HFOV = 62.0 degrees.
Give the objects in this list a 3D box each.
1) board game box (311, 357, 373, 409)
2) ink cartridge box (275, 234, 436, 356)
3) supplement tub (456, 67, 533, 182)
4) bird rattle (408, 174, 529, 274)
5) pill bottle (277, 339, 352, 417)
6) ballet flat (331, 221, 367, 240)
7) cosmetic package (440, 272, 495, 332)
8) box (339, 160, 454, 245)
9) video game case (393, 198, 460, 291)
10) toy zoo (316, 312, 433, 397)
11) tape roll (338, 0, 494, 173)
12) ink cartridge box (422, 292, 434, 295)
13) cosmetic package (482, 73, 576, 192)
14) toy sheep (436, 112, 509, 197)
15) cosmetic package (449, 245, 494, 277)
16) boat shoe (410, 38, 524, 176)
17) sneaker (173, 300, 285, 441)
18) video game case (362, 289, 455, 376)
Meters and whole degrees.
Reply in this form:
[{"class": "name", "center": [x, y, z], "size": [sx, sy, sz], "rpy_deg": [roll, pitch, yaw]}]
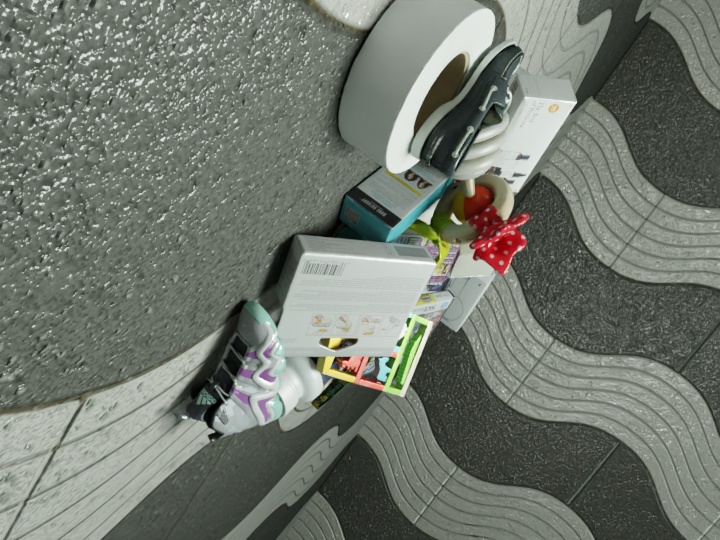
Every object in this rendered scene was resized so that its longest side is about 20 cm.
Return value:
[{"class": "board game box", "center": [-0.021, 0.177, 1.043], "size": [0.105, 0.023, 0.200], "rpy_deg": [-41, 174, -33]}, {"class": "ink cartridge box", "center": [-0.018, 0.041, 0.819], "size": [0.199, 0.045, 0.177], "rpy_deg": [4, 126, -28]}, {"class": "supplement tub", "center": [0.217, -0.235, 1.011], "size": [0.123, 0.122, 0.200], "rpy_deg": [-46, 165, -27]}, {"class": "bird rattle", "center": [0.163, -0.083, 0.892], "size": [0.200, 0.113, 0.163], "rpy_deg": [-9, -133, 49]}, {"class": "pill bottle", "center": [-0.081, 0.131, 0.930], "size": [0.200, 0.111, 0.111], "rpy_deg": [-42, 162, -39]}, {"class": "ballet flat", "center": [0.000, 0.000, 0.917], "size": [0.067, 0.062, 0.200], "rpy_deg": [-18, 124, 2]}, {"class": "cosmetic package", "center": [0.158, 0.012, 1.250], "size": [0.052, 0.200, 0.151], "rpy_deg": [-38, 159, -49]}, {"class": "box", "center": [0.063, -0.117, 0.871], "size": [0.200, 0.082, 0.049], "rpy_deg": [-43, 163, -37]}, {"class": "video game case", "center": [0.092, -0.046, 1.015], "size": [0.199, 0.036, 0.182], "rpy_deg": [-1, 120, -40]}, {"class": "toy zoo", "center": [0.015, 0.107, 0.902], "size": [0.200, 0.020, 0.132], "rpy_deg": [23, 88, -36]}, {"class": "tape roll", "center": [0.064, -0.211, 0.671], "size": [0.203, 0.071, 0.203], "rpy_deg": [-50, 165, -18]}, {"class": "ink cartridge box", "center": [0.085, 0.026, 1.194], "size": [0.068, 0.116, 0.200], "rpy_deg": [-4, 135, -36]}, {"class": "cosmetic package", "center": [0.237, -0.198, 0.904], "size": [0.200, 0.082, 0.051], "rpy_deg": [110, -23, -57]}, {"class": "toy sheep", "center": [0.143, -0.197, 0.829], "size": [0.138, 0.138, 0.201], "rpy_deg": [-42, 125, -39]}, {"class": "cosmetic package", "center": [0.207, -0.097, 1.153], "size": [0.103, 0.087, 0.201], "rpy_deg": [97, -11, -63]}, {"class": "boat shoe", "center": [0.140, -0.188, 0.701], "size": [0.200, 0.060, 0.076], "rpy_deg": [-50, 166, -13]}, {"class": "sneaker", "center": [-0.169, 0.141, 0.752], "size": [0.140, 0.078, 0.201], "rpy_deg": [-21, 128, -32]}, {"class": "video game case", "center": [0.076, 0.127, 1.174], "size": [0.180, 0.026, 0.200], "rpy_deg": [-8, 138, -41]}]
